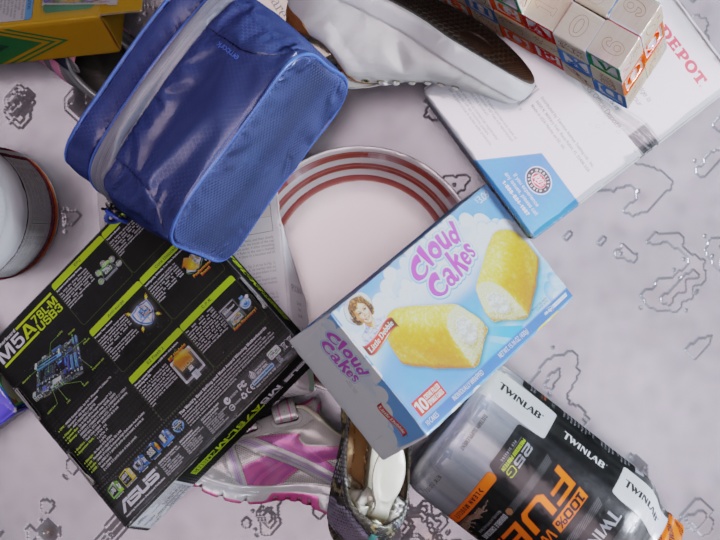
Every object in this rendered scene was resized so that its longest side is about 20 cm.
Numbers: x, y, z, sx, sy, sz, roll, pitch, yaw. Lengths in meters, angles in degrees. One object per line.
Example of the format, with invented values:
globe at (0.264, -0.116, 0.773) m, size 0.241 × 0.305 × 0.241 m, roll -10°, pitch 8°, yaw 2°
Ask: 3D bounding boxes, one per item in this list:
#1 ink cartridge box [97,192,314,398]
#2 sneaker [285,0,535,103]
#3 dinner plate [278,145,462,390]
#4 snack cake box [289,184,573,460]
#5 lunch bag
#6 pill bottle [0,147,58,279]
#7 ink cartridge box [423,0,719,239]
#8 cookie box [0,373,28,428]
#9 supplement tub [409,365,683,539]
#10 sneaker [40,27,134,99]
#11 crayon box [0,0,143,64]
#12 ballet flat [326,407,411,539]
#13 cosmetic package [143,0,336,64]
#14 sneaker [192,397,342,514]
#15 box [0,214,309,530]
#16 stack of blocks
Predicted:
ink cartridge box at (-0.127, 0.010, 1.489) m, size 0.160 × 0.050 × 0.202 m, roll -9°, pitch 76°, yaw 15°
sneaker at (0.034, -0.165, 1.412) m, size 0.199 × 0.073 × 0.085 m, roll 28°, pitch 116°, yaw 6°
dinner plate at (0.000, 0.000, 1.504) m, size 0.198 × 0.024 × 0.202 m, roll 0°, pitch 92°, yaw 3°
snack cake box at (0.057, 0.036, 1.405) m, size 0.115 × 0.067 × 0.200 m, roll 52°, pitch 52°, yaw -2°
lunch bag at (-0.124, -0.110, 1.375) m, size 0.132 × 0.136 × 0.200 m, roll 38°, pitch 92°, yaw 19°
pill bottle at (-0.302, -0.044, 1.423) m, size 0.109 × 0.200 × 0.111 m, roll 0°, pitch 91°, yaw 2°
ink cartridge box at (0.170, -0.142, 1.464) m, size 0.200 × 0.084 × 0.145 m, roll -37°, pitch 88°, yaw 3°
cookie box at (-0.390, 0.077, 1.491) m, size 0.171 × 0.075 × 0.201 m, roll -36°, pitch 90°, yaw 3°
supplement tub at (0.146, 0.177, 1.454) m, size 0.200 × 0.123 × 0.123 m, roll 37°, pitch 92°, yaw 1°
sneaker at (-0.231, -0.190, 1.476) m, size 0.199 × 0.082 × 0.070 m, roll 34°, pitch 92°, yaw 5°
crayon box at (-0.251, -0.227, 1.440) m, size 0.198 × 0.052 × 0.127 m, roll -5°, pitch 62°, yaw 12°
ballet flat at (0.018, 0.117, 1.431) m, size 0.071 × 0.072 × 0.202 m, roll 5°, pitch 70°, yaw 2°
cosmetic package at (-0.061, -0.201, 1.477) m, size 0.199 × 0.073 × 0.104 m, roll -32°, pitch 91°, yaw 3°
sneaker at (-0.065, 0.142, 1.486) m, size 0.198 × 0.081 × 0.089 m, roll 9°, pitch 90°, yaw -7°
box at (-0.164, 0.064, 1.443) m, size 0.200 × 0.047 × 0.193 m, roll -46°, pitch 68°, yaw 5°
stack of blocks at (0.125, -0.209, 1.369) m, size 0.199 × 0.115 × 0.059 m, roll 33°, pitch 86°, yaw 18°
